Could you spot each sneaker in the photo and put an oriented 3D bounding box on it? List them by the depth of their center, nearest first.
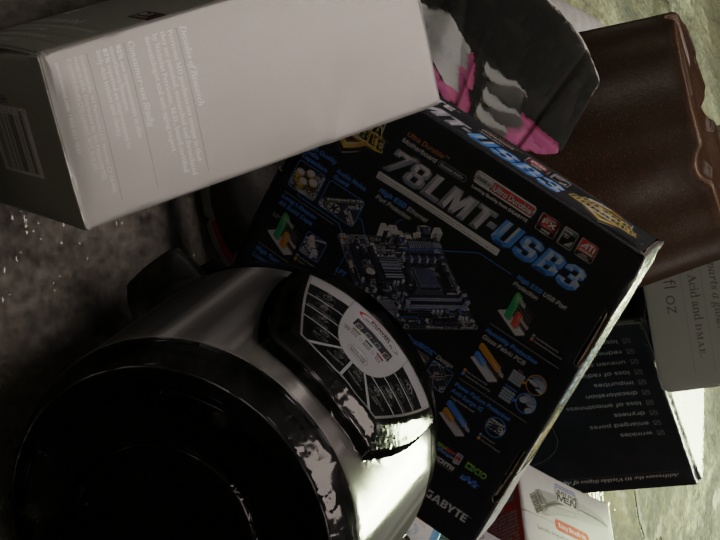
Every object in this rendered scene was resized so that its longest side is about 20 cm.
[{"bbox_3d":[0.051,-0.151,0.963,0.200,0.080,0.086,41,17,-11],"label":"sneaker"},{"bbox_3d":[-0.017,0.002,1.023,0.077,0.082,0.201,-39,103,-32],"label":"sneaker"}]

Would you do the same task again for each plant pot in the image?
[{"bbox_3d":[0.121,-0.058,1.067,0.200,0.196,0.202,-14,90,-74],"label":"plant pot"}]

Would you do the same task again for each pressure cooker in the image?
[{"bbox_3d":[-0.056,0.087,0.846,0.200,0.177,0.178,-39,134,-65],"label":"pressure cooker"}]

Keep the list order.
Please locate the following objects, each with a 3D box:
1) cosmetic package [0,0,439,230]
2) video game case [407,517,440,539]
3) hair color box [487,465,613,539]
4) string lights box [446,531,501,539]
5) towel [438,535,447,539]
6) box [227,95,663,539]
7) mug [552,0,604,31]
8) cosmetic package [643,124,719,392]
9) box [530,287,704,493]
[{"bbox_3d":[-0.073,-0.092,0.811,0.199,0.106,0.091,-25,111,-30],"label":"cosmetic package"},{"bbox_3d":[-0.032,0.152,0.976,0.143,0.018,0.200,36,31,-2],"label":"video game case"},{"bbox_3d":[0.130,0.245,1.198,0.110,0.064,0.202,29,45,-38],"label":"hair color box"},{"bbox_3d":[0.062,0.232,0.922,0.059,0.102,0.200,-61,178,33],"label":"string lights box"},{"bbox_3d":[0.009,0.191,1.009,0.201,0.145,0.022,-90,-155,-53],"label":"towel"},{"bbox_3d":[0.029,0.016,0.941,0.200,0.199,0.050,-62,168,20],"label":"box"},{"bbox_3d":[0.109,-0.177,1.418,0.201,0.147,0.175,58,23,18],"label":"mug"},{"bbox_3d":[0.305,-0.022,1.218,0.165,0.198,0.167,-31,111,-69],"label":"cosmetic package"},{"bbox_3d":[0.148,0.069,1.334,0.125,0.198,0.197,-77,152,-42],"label":"box"}]
